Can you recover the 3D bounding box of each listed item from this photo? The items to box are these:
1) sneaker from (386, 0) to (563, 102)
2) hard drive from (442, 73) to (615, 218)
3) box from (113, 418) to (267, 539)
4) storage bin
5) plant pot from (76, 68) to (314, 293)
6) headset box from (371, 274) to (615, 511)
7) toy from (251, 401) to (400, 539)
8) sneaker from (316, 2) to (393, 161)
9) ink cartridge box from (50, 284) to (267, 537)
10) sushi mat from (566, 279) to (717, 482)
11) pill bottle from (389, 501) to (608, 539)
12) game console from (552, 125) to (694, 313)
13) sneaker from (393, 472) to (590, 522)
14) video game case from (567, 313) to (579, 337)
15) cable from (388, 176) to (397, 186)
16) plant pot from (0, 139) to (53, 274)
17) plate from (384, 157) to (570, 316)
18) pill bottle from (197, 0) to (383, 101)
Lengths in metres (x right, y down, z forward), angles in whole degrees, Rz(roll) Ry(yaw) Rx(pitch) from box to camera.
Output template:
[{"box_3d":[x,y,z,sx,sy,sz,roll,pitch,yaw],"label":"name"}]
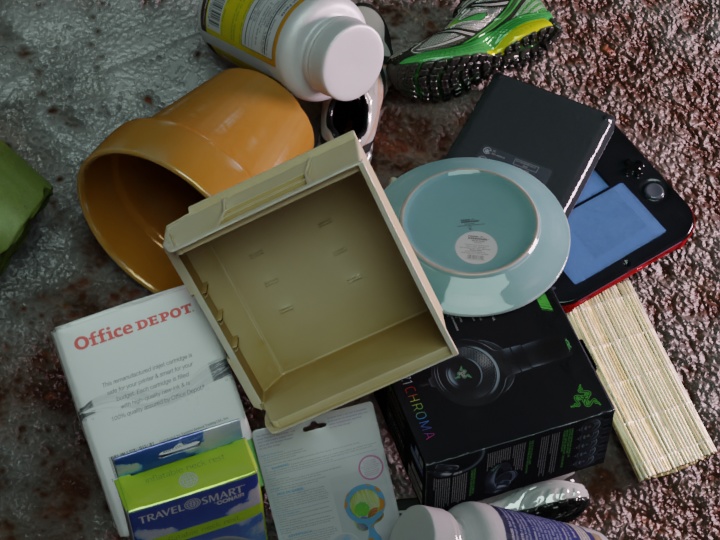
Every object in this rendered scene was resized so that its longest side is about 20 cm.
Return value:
[{"box_3d":[0.111,-0.242,1.749,0.199,0.078,0.085,-23,67,-23],"label":"sneaker"},{"box_3d":[0.159,-0.104,1.690,0.139,0.033,0.201,22,60,16],"label":"hard drive"},{"box_3d":[-0.146,0.226,1.478,0.121,0.201,0.048,-17,48,-12],"label":"box"},{"box_3d":[-0.047,0.013,1.464,0.198,0.094,0.201,-24,114,8],"label":"storage bin"},{"box_3d":[-0.142,-0.093,1.609,0.200,0.200,0.183,33,54,6],"label":"plant pot"},{"box_3d":[0.125,0.113,1.560,0.199,0.093,0.175,-14,53,-11],"label":"headset box"},{"box_3d":[-0.023,0.228,1.543,0.114,0.047,0.201,-14,95,-3],"label":"toy"},{"box_3d":[-0.002,-0.192,1.709,0.073,0.080,0.201,7,68,-2],"label":"sneaker"},{"box_3d":[-0.189,0.126,1.540,0.145,0.084,0.201,-18,92,-12],"label":"ink cartridge box"},{"box_3d":[0.275,0.109,1.657,0.095,0.012,0.201,-17,73,-27],"label":"sushi mat"},{"box_3d":[0.127,0.272,1.502,0.199,0.111,0.112,17,67,-27],"label":"pill bottle"},{"box_3d":[0.222,-0.059,1.693,0.199,0.031,0.177,-28,66,-18],"label":"game console"},{"box_3d":[0.116,0.216,1.586,0.199,0.074,0.080,-9,57,-13],"label":"sneaker"},{"box_3d":[0.148,0.077,1.660,0.142,0.018,0.201,-19,73,-12],"label":"video game case"},{"box_3d":[0.000,0.000,1.653,0.096,0.050,0.201,-3,71,-10],"label":"cable"},{"box_3d":[-0.404,-0.079,1.580,0.190,0.200,0.201,34,70,-7],"label":"plant pot"},{"box_3d":[0.106,-0.042,1.606,0.199,0.026,0.201,0,51,0],"label":"plate"},{"box_3d":[-0.068,-0.237,1.655,0.109,0.110,0.200,-41,45,-18],"label":"pill bottle"}]
